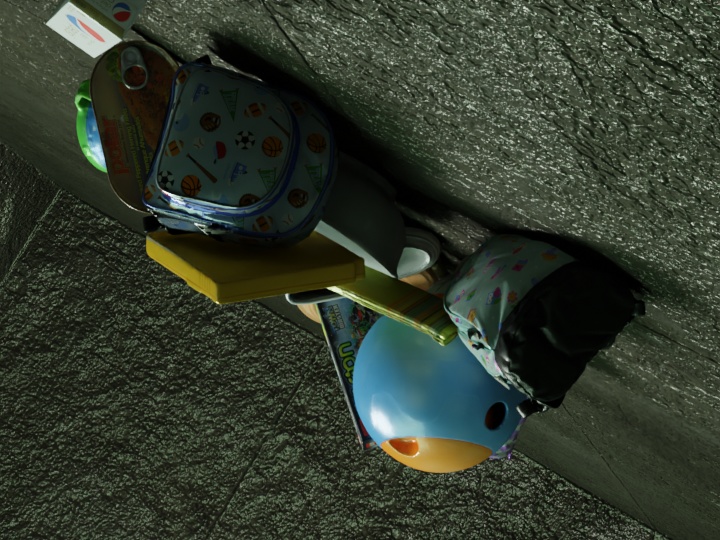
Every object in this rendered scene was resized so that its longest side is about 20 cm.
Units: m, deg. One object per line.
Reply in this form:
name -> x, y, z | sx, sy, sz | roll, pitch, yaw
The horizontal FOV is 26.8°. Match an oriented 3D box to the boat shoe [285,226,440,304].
boat shoe -> 0.000, 0.000, 1.838 | 0.198, 0.069, 0.072 | -7, 128, 9

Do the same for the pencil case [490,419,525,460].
pencil case -> 0.200, 0.154, 1.952 | 0.085, 0.201, 0.084 | 18, -145, -16

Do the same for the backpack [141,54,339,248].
backpack -> -0.118, -0.116, 1.565 | 0.189, 0.202, 0.154 | 16, 177, -2

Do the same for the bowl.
bowl -> -0.021, -0.076, 1.727 | 0.200, 0.091, 0.201 | 31, 172, 5

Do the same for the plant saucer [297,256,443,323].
plant saucer -> 0.013, 0.023, 1.952 | 0.198, 0.033, 0.201 | -5, 147, -3

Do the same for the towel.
towel -> 0.024, 0.026, 1.646 | 0.199, 0.018, 0.086 | 24, -158, 20

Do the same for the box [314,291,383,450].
box -> 0.023, 0.110, 1.856 | 0.035, 0.109, 0.201 | 86, 165, -66

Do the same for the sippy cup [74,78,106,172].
sippy cup -> -0.274, -0.186, 1.942 | 0.130, 0.141, 0.177 | 10, -162, 43

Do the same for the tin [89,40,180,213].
tin -> -0.251, -0.166, 1.761 | 0.111, 0.202, 0.042 | -12, -178, -12

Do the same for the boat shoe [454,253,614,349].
boat shoe -> 0.194, 0.040, 1.675 | 0.199, 0.073, 0.063 | 22, 166, 30

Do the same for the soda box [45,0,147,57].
soda box -> -0.277, -0.276, 1.589 | 0.068, 0.064, 0.200 | 34, 172, -16

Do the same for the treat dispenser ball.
treat dispenser ball -> 0.090, 0.128, 1.717 | 0.200, 0.202, 0.201 | 31, 172, 5

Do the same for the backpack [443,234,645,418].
backpack -> 0.173, 0.041, 1.538 | 0.127, 0.167, 0.200 | 52, 173, -17

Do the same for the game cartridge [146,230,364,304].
game cartridge -> -0.112, -0.012, 1.607 | 0.175, 0.033, 0.200 | -8, -159, -27

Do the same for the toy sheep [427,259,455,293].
toy sheep -> 0.128, 0.061, 1.875 | 0.138, 0.138, 0.200 | 36, 178, -32
